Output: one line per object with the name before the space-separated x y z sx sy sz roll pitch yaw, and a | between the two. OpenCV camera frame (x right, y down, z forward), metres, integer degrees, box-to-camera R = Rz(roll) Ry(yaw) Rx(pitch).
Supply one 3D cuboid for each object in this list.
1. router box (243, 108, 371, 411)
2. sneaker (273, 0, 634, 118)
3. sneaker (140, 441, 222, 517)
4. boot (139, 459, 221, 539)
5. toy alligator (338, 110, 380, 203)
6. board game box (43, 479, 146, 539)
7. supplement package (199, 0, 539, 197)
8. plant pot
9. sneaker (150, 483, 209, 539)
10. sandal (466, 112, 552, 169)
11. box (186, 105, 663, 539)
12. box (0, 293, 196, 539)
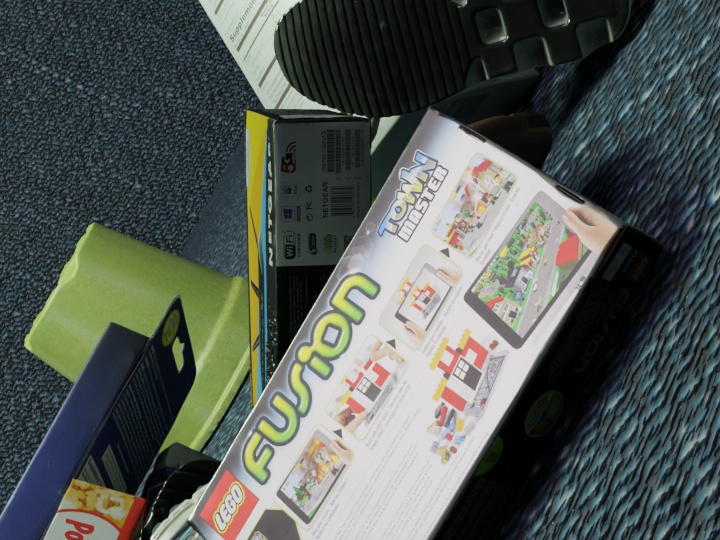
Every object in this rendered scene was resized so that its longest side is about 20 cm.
router box | -0.028 0.020 0.872 0.149 0.051 0.201 -143 52 -79
sneaker | 0.054 -0.133 0.922 0.089 0.199 0.075 -48 -50 -65
sneaker | -0.121 0.203 1.066 0.200 0.080 0.116 120 170 -50
boot | -0.103 0.190 0.853 0.163 0.073 0.199 115 177 -70
toy alligator | 0.000 0.000 0.973 0.054 0.059 0.201 -4 -74 -55
board game box | -0.168 0.235 0.894 0.201 0.046 0.152 -70 -7 -47
supplement package | -0.006 -0.155 1.043 0.113 0.201 0.110 -17 -23 -40
plant pot | -0.199 0.055 1.572 0.201 0.184 0.200 -58 9 14
sneaker | -0.028 0.115 0.746 0.200 0.078 0.086 -53 24 -14
sandal | 0.049 -0.010 0.803 0.081 0.055 0.200 -20 -23 -22
box | 0.021 0.047 0.672 0.110 0.035 0.201 36 99 38
box | -0.156 0.115 0.995 0.121 0.032 0.201 88 -153 -62
